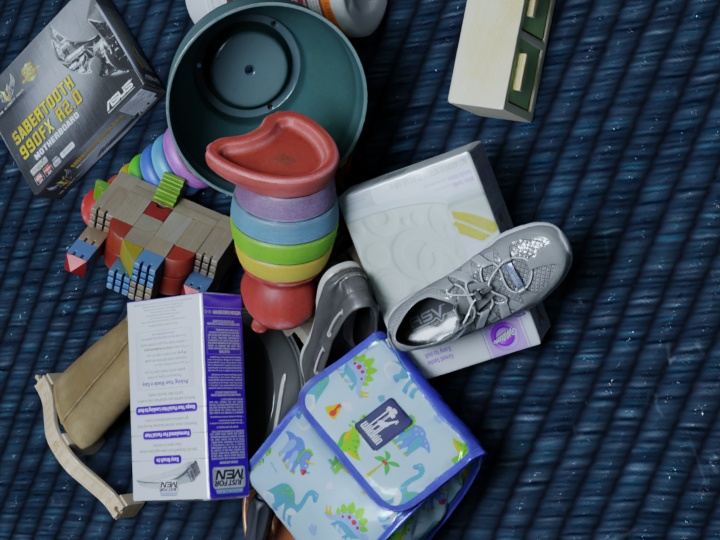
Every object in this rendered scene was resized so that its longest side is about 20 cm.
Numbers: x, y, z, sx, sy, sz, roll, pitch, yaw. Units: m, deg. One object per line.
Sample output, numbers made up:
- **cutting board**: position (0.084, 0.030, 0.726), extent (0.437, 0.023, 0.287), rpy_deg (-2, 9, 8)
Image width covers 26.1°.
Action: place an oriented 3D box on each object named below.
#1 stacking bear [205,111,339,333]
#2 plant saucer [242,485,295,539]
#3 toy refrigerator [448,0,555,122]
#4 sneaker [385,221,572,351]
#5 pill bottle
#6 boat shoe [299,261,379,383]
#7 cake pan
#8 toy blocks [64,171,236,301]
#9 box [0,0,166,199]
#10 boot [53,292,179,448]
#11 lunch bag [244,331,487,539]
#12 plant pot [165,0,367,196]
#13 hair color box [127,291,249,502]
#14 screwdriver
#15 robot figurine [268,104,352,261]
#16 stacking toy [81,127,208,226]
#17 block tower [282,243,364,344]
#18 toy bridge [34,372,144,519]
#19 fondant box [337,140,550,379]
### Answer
- **stacking bear**: position (-0.077, -0.032, 1.508), extent (0.113, 0.121, 0.201), rpy_deg (31, 134, 33)
- **plant saucer**: position (-0.033, 0.252, 1.614), extent (0.199, 0.032, 0.202), rpy_deg (-4, 83, 30)
- **toy refrigerator**: position (0.151, -0.255, 1.539), extent (0.069, 0.076, 0.202), rpy_deg (12, 90, 30)
- **sneaker**: position (0.110, 0.027, 1.440), extent (0.199, 0.082, 0.075), rpy_deg (-33, 94, 21)
- **pill bottle**: position (-0.081, -0.303, 1.653), extent (0.199, 0.114, 0.115), rpy_deg (2, 86, 29)
- **boat shoe**: position (-0.019, 0.079, 1.549), extent (0.201, 0.066, 0.057), rpy_deg (97, 151, -46)
- **cake pan**: position (-0.141, 0.138, 1.660), extent (0.199, 0.037, 0.202), rpy_deg (-11, 74, 40)
- **toy blocks**: position (-0.222, -0.023, 1.661), extent (0.199, 0.137, 0.100), rpy_deg (23, 131, 5)
- **box**: position (-0.341, -0.208, 1.829), extent (0.200, 0.048, 0.159), rpy_deg (-40, 68, 20)
- **boot**: position (-0.251, 0.133, 1.699), extent (0.200, 0.066, 0.176), rpy_deg (-44, 46, 29)
- **lunch bag**: position (0.009, 0.186, 1.505), extent (0.200, 0.127, 0.170), rpy_deg (-49, 64, 16)
- **plant pot**: position (-0.104, -0.189, 1.564), extent (0.201, 0.199, 0.134), rpy_deg (-55, 25, 13)
- **hair color box**: position (-0.172, 0.127, 1.539), extent (0.109, 0.065, 0.202), rpy_deg (-7, 81, 38)
- **screwdriver**: position (-0.096, 0.198, 1.589), extent (0.028, 0.029, 0.202), rpy_deg (31, 122, 44)
- **robot figurine**: position (-0.069, -0.095, 1.636), extent (0.144, 0.058, 0.202), rpy_deg (-1, 67, 30)
- **stacking toy**: position (-0.237, -0.100, 1.749), extent (0.199, 0.085, 0.086), rpy_deg (-28, 72, 32)
- **block tower**: position (0.000, 0.000, 1.600), extent (0.199, 0.058, 0.054), rpy_deg (-36, 94, 23)
- **toy bridge**: position (-0.322, 0.197, 1.763), extent (0.027, 0.067, 0.200), rpy_deg (-47, 65, 24)
- **fondant box**: position (0.082, -0.007, 1.514), extent (0.143, 0.058, 0.201), rpy_deg (-19, 100, 21)
